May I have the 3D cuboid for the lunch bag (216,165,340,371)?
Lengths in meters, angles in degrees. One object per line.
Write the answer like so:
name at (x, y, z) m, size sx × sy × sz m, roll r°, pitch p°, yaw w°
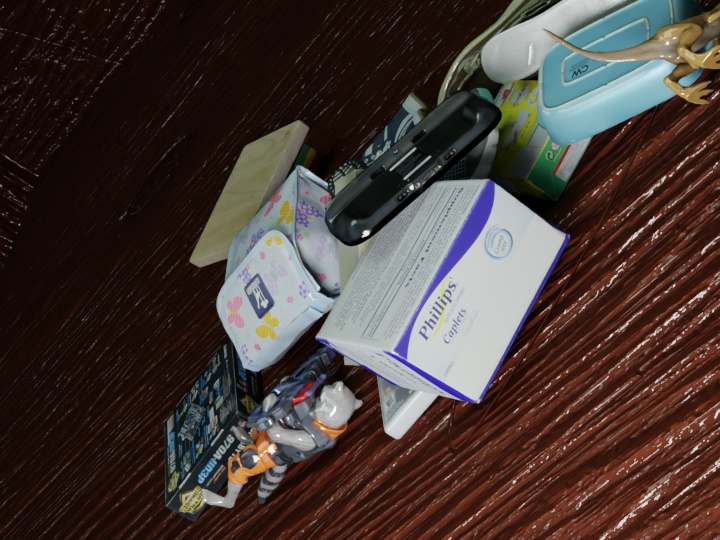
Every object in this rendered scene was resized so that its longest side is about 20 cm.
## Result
lunch bag at (-0.087, 0.003, 2.017) m, size 0.170 × 0.127 × 0.201 m, roll -44°, pitch 31°, yaw 40°

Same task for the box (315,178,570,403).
box at (0.074, 0.017, 1.572) m, size 0.185 × 0.105 × 0.200 m, roll -61°, pitch 20°, yaw -9°

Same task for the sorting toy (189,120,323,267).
sorting toy at (-0.139, -0.093, 2.354) m, size 0.200 × 0.069 × 0.200 m, roll -14°, pitch 48°, yaw 62°

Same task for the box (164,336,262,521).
box at (-0.185, 0.194, 2.083) m, size 0.159 × 0.046 × 0.200 m, roll -53°, pitch 21°, yaw 17°

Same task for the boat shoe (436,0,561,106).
boat shoe at (0.160, -0.232, 1.841) m, size 0.203 × 0.074 × 0.075 m, roll -54°, pitch 26°, yaw 12°

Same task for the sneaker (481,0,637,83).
sneaker at (0.227, -0.249, 1.703) m, size 0.199 × 0.071 × 0.099 m, roll -18°, pitch 6°, yaw 31°

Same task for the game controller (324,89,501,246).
game controller at (0.050, -0.099, 1.618) m, size 0.200 × 0.042 × 0.104 m, roll -42°, pitch 31°, yaw -3°

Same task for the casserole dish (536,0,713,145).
casserole dish at (0.240, -0.196, 1.570) m, size 0.199 × 0.039 × 0.122 m, roll -25°, pitch 43°, yaw 33°

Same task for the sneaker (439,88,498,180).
sneaker at (0.075, -0.099, 1.707) m, size 0.078 × 0.091 × 0.201 m, roll -111°, pitch 41°, yaw -61°

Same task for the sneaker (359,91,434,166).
sneaker at (0.058, -0.136, 1.942) m, size 0.109 × 0.070 × 0.200 m, roll -50°, pitch 15°, yaw 11°

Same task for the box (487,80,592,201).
box at (0.170, -0.137, 1.716) m, size 0.118 × 0.048 × 0.200 m, roll -60°, pitch 22°, yaw -4°

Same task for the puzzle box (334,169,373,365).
puzzle box at (0.000, 0.000, 1.738) m, size 0.133 × 0.025 × 0.202 m, roll 168°, pitch 99°, yaw -79°

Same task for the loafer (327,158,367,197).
loafer at (0.027, -0.055, 1.918) m, size 0.073 × 0.071 × 0.200 m, roll -38°, pitch 40°, yaw 11°

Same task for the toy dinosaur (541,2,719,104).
toy dinosaur at (0.276, -0.199, 1.481) m, size 0.199 × 0.061 × 0.107 m, roll -21°, pitch 47°, yaw -1°

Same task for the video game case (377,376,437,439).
video game case at (0.083, 0.049, 1.689) m, size 0.200 × 0.023 × 0.182 m, roll -51°, pitch 21°, yaw 21°

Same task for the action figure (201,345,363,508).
action figure at (-0.070, 0.170, 1.826) m, size 0.193 × 0.105 × 0.200 m, roll -34°, pitch 5°, yaw 36°
